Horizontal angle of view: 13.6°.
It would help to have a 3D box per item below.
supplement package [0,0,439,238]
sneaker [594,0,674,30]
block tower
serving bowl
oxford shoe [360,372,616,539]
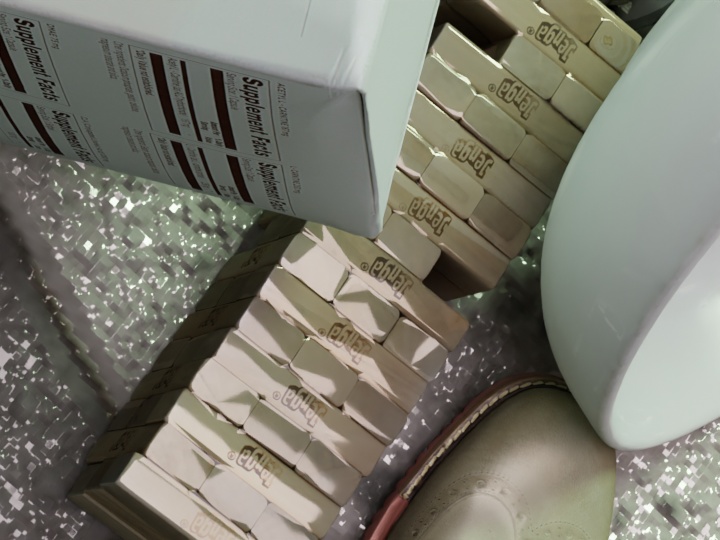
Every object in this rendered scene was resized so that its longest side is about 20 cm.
[{"bbox_3d":[-0.068,-0.134,0.697,0.199,0.147,0.192,14,80,4],"label":"supplement package"},{"bbox_3d":[0.071,-0.110,0.824,0.199,0.077,0.082,12,87,-20],"label":"sneaker"},{"bbox_3d":[0.000,0.000,0.794,0.058,0.054,0.200,37,73,-14],"label":"block tower"},{"bbox_3d":[0.117,-0.044,0.786,0.200,0.200,0.066,-35,70,-21],"label":"serving bowl"},{"bbox_3d":[0.026,0.120,0.783,0.071,0.074,0.201,27,76,-17],"label":"oxford shoe"}]
